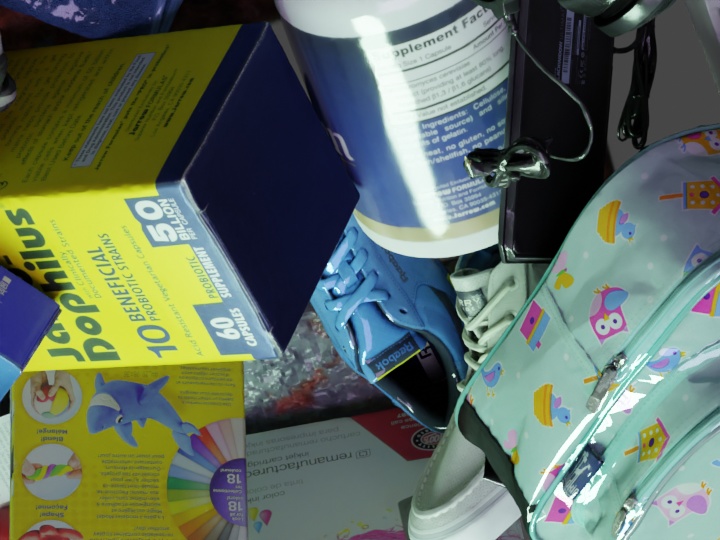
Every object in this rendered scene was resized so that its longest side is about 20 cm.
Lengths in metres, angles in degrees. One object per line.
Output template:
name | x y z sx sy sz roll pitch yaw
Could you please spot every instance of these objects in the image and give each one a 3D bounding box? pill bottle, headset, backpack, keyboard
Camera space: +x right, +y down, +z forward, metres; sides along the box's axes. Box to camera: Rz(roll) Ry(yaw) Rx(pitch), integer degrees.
pill bottle | 0.022 -0.114 1.380 0.111 0.111 0.201 -17 126 5
headset | 0.082 -0.138 1.305 0.123 0.094 0.201 10 80 -20
backpack | 0.161 0.037 1.358 0.175 0.153 0.201 0 125 -36
keyboard | 0.102 -0.103 1.388 0.127 0.021 0.201 1 95 -53

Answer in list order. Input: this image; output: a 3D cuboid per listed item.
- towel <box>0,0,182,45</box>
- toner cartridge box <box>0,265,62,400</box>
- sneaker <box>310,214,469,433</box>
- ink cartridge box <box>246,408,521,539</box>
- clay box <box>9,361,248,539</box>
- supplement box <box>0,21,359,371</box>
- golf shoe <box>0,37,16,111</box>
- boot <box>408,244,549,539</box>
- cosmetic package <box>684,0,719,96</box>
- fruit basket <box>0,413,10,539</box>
towel | -0.104 -0.195 1.345 0.111 0.049 0.200 19 122 -19
toner cartridge box | -0.240 -0.003 1.349 0.200 0.043 0.095 33 141 -6
sneaker | 0.000 0.000 1.482 0.066 0.079 0.200 -27 123 15
ink cartridge box | 0.013 0.166 1.516 0.147 0.200 0.086 -10 127 -1
clay box | -0.113 0.092 1.459 0.114 0.201 0.048 2 154 -8
supplement box | -0.121 -0.030 1.376 0.199 0.110 0.109 -4 132 31
golf shoe | -0.249 -0.113 1.349 0.199 0.077 0.088 7 124 15
boot | 0.065 0.041 1.473 0.073 0.200 0.096 -3 134 47
cosmetic package | 0.189 -0.151 1.406 0.082 0.051 0.200 -28 125 -2
fruit basket | -0.211 0.164 1.581 0.199 0.094 0.186 -28 126 -6
